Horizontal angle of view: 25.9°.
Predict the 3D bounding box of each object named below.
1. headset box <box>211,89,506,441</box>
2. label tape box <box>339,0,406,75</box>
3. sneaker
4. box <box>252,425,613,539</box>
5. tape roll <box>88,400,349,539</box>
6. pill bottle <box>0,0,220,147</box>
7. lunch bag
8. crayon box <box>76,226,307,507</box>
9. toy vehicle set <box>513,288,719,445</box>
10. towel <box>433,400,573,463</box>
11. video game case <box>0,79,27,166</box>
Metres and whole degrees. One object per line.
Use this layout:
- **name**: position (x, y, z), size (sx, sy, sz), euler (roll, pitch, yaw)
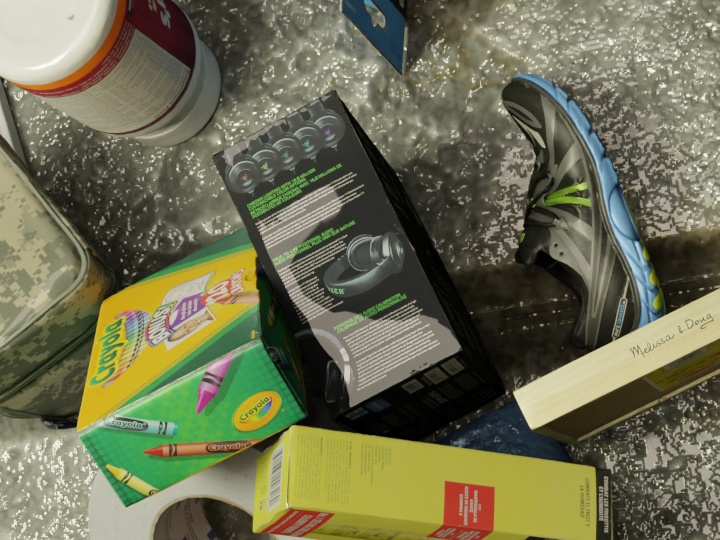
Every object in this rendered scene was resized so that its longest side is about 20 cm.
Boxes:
- **headset box**: position (0.000, 0.000, 1.015), size (0.093, 0.174, 0.200), euler (-28, 73, 6)
- **label tape box**: position (-0.010, -0.252, 1.086), size (0.063, 0.144, 0.201), euler (3, 80, 19)
- **sneaker**: position (0.134, -0.040, 1.036), size (0.083, 0.071, 0.200), euler (-21, 76, 7)
- **box**: position (0.043, 0.134, 0.913), size (0.199, 0.075, 0.050), euler (11, 66, -18)
- **tape roll**: position (-0.075, 0.172, 1.012), size (0.200, 0.066, 0.201), euler (12, 121, 21)
- **pill bottle**: position (-0.178, -0.156, 1.094), size (0.109, 0.200, 0.110), euler (-4, 78, 18)
- **lunch bag**: position (-0.256, 0.006, 1.108), size (0.139, 0.168, 0.200), euler (-42, 68, -5)
- **crayon box**: position (-0.100, 0.051, 0.954), size (0.119, 0.200, 0.058), euler (-27, 111, 5)
- **toy vehicle set**: position (0.201, 0.049, 0.966), size (0.200, 0.124, 0.027), euler (-28, 72, 11)
- **towel**: position (0.107, 0.185, 0.995), size (0.111, 0.049, 0.200), euler (-30, 62, 5)
- **video game case**: position (-0.365, -0.090, 1.243), size (0.200, 0.018, 0.144), euler (-24, 73, 13)
